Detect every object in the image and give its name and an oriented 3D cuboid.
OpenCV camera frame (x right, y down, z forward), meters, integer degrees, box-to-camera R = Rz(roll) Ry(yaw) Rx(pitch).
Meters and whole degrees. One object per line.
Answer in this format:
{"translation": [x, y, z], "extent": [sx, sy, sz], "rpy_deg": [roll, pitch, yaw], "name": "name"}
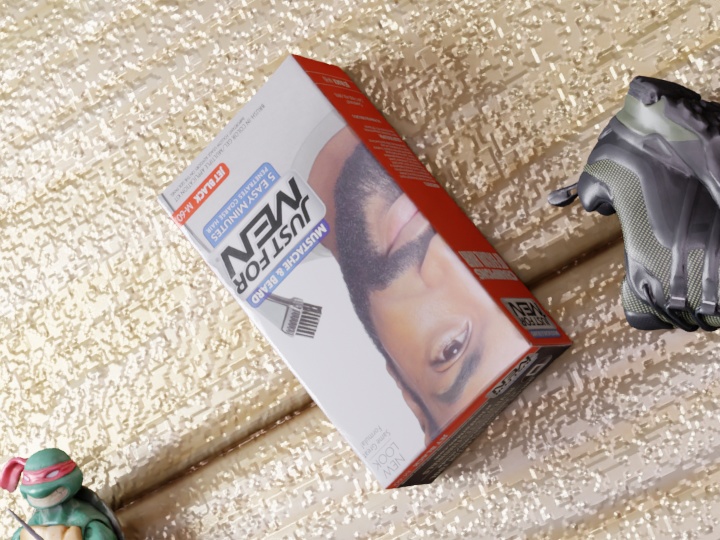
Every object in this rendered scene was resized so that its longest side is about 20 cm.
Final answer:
{"translation": [0.178, 0.002, 1.115], "extent": [0.200, 0.076, 0.101], "rpy_deg": [51, 118, 27], "name": "hiking shoe"}
{"translation": [0.000, 0.000, 1.199], "extent": [0.111, 0.064, 0.200], "rpy_deg": [-46, 72, 17], "name": "hair color box"}
{"translation": [-0.162, 0.171, 1.255], "extent": [0.149, 0.101, 0.201], "rpy_deg": [-6, 102, 40], "name": "turtle figurine"}
